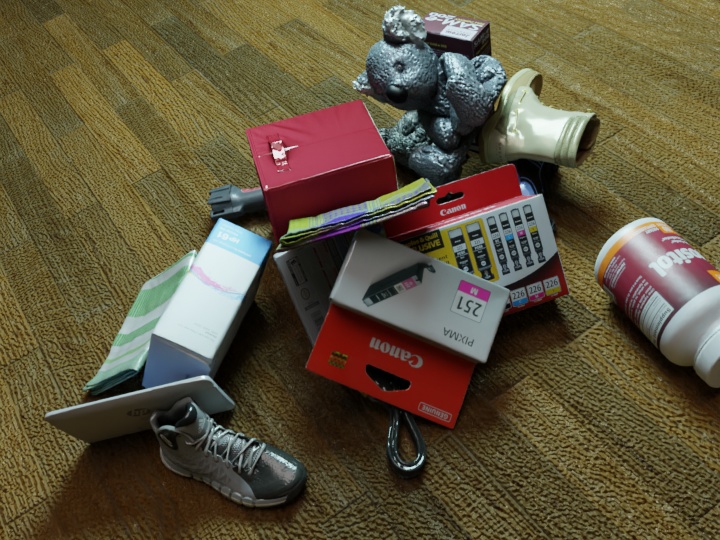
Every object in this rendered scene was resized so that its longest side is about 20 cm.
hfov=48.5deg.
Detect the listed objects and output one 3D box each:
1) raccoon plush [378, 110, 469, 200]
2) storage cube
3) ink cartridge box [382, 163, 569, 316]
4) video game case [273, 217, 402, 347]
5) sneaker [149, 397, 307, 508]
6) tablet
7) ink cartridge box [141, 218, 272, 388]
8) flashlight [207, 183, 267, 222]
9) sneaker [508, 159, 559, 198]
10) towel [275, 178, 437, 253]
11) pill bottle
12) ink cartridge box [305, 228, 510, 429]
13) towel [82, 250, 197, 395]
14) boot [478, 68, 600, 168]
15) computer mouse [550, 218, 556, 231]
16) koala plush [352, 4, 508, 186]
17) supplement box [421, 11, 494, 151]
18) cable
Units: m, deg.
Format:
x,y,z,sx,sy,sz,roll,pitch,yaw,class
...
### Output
x,y,z,sx,sy,sz,roll,pitch,yaw,class
0.079,-0.164,1.261,0.199,0.096,0.135,-22,52,36,raccoon plush
-0.048,-0.111,1.135,0.178,0.202,0.172,-16,40,-6,storage cube
0.139,-0.026,1.018,0.198,0.178,0.084,-18,6,-4,ink cartridge box
0.000,0.000,1.062,0.198,0.145,0.018,-27,20,-13,video game case
-0.162,0.204,0.920,0.198,0.116,0.075,8,49,21,sneaker
-0.262,0.172,0.969,0.197,0.130,0.014,-14,65,1,tablet
-0.198,0.057,1.037,0.084,0.145,0.201,24,51,-3,ink cartridge box
-0.141,-0.128,1.269,0.197,0.068,0.069,-12,87,7,flashlight
0.261,-0.153,1.189,0.077,0.071,0.202,-10,45,12,sneaker
-0.003,-0.071,0.971,0.198,0.023,0.144,-17,12,7,towel
0.379,0.037,0.949,0.112,0.114,0.201,-24,47,-10,pill bottle
0.055,0.069,0.939,0.198,0.044,0.175,22,80,-4,ink cartridge box
-0.296,0.070,1.090,0.152,0.023,0.201,-26,32,44,towel
0.273,-0.221,1.159,0.154,0.073,0.201,9,46,30,boot
0.195,-0.021,1.112,0.198,0.034,0.059,-25,25,-17,computer mouse
0.091,-0.262,1.134,0.199,0.178,0.184,30,48,3,koala plush
0.150,-0.295,1.259,0.108,0.201,0.061,21,54,29,supplement box
0.038,0.161,0.981,0.096,0.051,0.201,-14,55,-24,cable
